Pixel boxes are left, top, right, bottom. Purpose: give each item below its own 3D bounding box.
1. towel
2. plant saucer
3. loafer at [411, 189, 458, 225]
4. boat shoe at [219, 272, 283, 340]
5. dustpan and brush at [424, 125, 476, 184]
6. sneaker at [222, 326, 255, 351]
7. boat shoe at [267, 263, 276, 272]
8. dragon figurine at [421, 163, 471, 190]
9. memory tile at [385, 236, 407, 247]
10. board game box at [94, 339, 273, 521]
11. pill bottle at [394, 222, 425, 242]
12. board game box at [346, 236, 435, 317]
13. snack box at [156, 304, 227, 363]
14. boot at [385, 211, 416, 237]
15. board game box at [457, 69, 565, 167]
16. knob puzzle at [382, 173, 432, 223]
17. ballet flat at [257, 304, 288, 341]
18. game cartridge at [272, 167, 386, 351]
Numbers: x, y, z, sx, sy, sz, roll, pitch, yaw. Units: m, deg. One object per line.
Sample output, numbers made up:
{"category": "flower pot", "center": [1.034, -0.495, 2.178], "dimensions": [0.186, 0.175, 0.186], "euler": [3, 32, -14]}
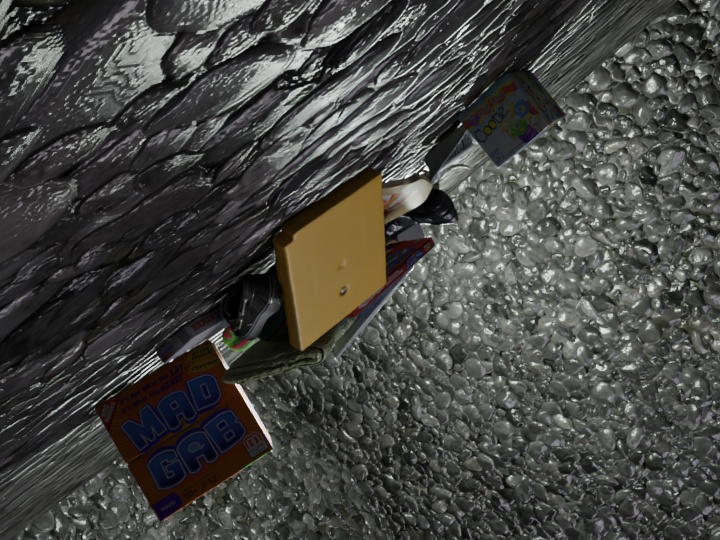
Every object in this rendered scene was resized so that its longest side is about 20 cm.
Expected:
{"category": "towel", "center": [-0.106, 0.116, 1.178], "dimensions": [0.199, 0.037, 0.148], "euler": [-21, -166, 30]}
{"category": "plant saucer", "center": [0.008, 0.054, 1.277], "dimensions": [0.200, 0.050, 0.200], "euler": [-50, 177, -4]}
{"category": "loafer", "center": [0.109, -0.114, 1.448], "dimensions": [0.068, 0.070, 0.200], "euler": [-51, -154, -14]}
{"category": "boat shoe", "center": [-0.165, 0.048, 1.096], "dimensions": [0.063, 0.071, 0.200], "euler": [4, 156, -21]}
{"category": "dustpan and brush", "center": [0.141, -0.185, 1.351], "dimensions": [0.200, 0.057, 0.140], "euler": [-37, 179, 22]}
{"category": "sneaker", "center": [-0.167, 0.061, 1.380], "dimensions": [0.200, 0.077, 0.084], "euler": [-36, -165, 3]}
{"category": "boat shoe", "center": [-0.107, 0.008, 1.186], "dimensions": [0.068, 0.072, 0.200], "euler": [16, 145, -37]}
{"category": "dragon figurine", "center": [0.130, -0.167, 1.587], "dimensions": [0.200, 0.059, 0.099], "euler": [-39, 178, 7]}
{"category": "memory tile", "center": [0.000, 0.000, 1.303], "dimensions": [0.153, 0.017, 0.200], "euler": [-52, 149, 19]}
{"category": "board game box", "center": [-0.279, 0.254, 1.267], "dimensions": [0.199, 0.200, 0.200], "euler": [-31, 177, -11]}
{"category": "pill bottle", "center": [0.033, -0.037, 1.466], "dimensions": [0.111, 0.111, 0.200], "euler": [-37, -172, -38]}
{"category": "board game box", "center": [0.020, 0.011, 1.190], "dimensions": [0.200, 0.020, 0.103], "euler": [-40, -161, -34]}
{"category": "snack box", "center": [-0.228, 0.082, 1.184], "dimensions": [0.072, 0.024, 0.200], "euler": [-41, 177, 26]}
{"category": "boot", "center": [0.012, -0.039, 1.352], "dimensions": [0.200, 0.066, 0.165], "euler": [-40, 140, 7]}
{"category": "board game box", "center": [0.249, -0.250, 1.249], "dimensions": [0.105, 0.103, 0.200], "euler": [-40, 178, 27]}
{"category": "knob puzzle", "center": [0.027, -0.104, 1.197], "dimensions": [0.219, 0.031, 0.220], "euler": [-25, 169, -5]}
{"category": "ballet flat", "center": [-0.088, 0.035, 1.139], "dimensions": [0.200, 0.071, 0.065], "euler": [-39, 166, 36]}
{"category": "game cartridge", "center": [-0.035, -0.014, 1.018], "dimensions": [0.176, 0.032, 0.201], "euler": [-37, 141, -31]}
